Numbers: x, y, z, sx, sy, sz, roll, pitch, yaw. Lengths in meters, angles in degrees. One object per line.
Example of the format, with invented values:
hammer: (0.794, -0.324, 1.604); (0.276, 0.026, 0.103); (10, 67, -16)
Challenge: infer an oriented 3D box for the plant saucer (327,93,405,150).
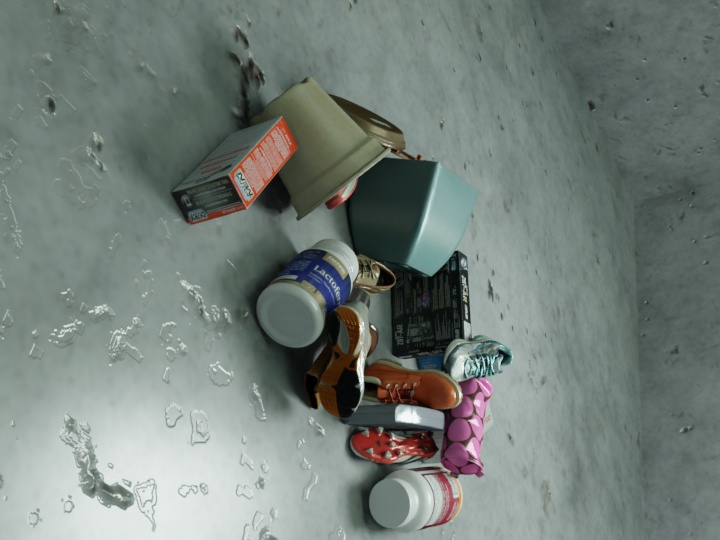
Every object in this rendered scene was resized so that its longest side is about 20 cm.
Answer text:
plant saucer: (0.002, -0.288, 1.683); (0.200, 0.200, 0.029); (-2, 124, -61)

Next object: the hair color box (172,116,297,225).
hair color box: (-0.188, -0.155, 1.348); (0.064, 0.111, 0.200); (63, 32, -23)

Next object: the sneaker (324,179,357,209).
sneaker: (-0.062, -0.213, 1.657); (0.116, 0.078, 0.200); (42, 37, -28)

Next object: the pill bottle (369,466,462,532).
pill bottle: (0.101, 0.424, 1.632); (0.200, 0.113, 0.113); (16, 65, -57)

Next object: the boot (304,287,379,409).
boot: (-0.031, 0.159, 1.539); (0.188, 0.068, 0.200); (93, 19, -55)

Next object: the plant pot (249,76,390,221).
plant pot: (-0.082, -0.217, 1.491); (0.184, 0.200, 0.200); (53, 33, -6)

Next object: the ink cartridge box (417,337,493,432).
ink cartridge box: (0.210, 0.264, 1.919); (0.145, 0.084, 0.200); (-18, 95, -61)

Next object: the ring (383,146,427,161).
ring: (0.063, -0.254, 1.782); (0.200, 0.200, 0.019); (10, 111, -59)

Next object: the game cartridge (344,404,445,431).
game cartridge: (0.070, 0.272, 1.616); (0.200, 0.133, 0.042); (24, 59, -56)

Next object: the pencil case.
pencil case: (0.209, 0.295, 1.698); (0.094, 0.091, 0.200); (23, 55, -13)

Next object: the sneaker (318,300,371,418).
sneaker: (-0.013, 0.143, 1.430); (0.092, 0.076, 0.200); (-36, 137, -63)

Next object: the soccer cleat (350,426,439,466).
soccer cleat: (0.055, 0.335, 1.637); (0.200, 0.085, 0.069); (7, 53, -37)

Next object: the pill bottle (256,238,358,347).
pill bottle: (-0.081, 0.031, 1.461); (0.116, 0.116, 0.200); (66, 30, -19)

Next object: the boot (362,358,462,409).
boot: (0.082, 0.221, 1.605); (0.107, 0.200, 0.075); (-19, 114, -56)

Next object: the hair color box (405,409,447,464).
hair color box: (0.138, 0.298, 1.759); (0.200, 0.100, 0.061); (60, 35, -29)

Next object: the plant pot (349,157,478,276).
plant pot: (0.094, -0.099, 1.753); (0.196, 0.196, 0.200); (23, 78, -56)

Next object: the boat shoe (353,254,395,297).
boat shoe: (0.000, 0.000, 1.660); (0.200, 0.072, 0.076); (17, 64, -58)

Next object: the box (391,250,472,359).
box: (0.143, 0.072, 1.796); (0.044, 0.160, 0.200); (29, 54, -54)

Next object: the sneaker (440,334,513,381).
sneaker: (0.225, 0.169, 1.675); (0.200, 0.086, 0.078); (-17, 116, -51)
